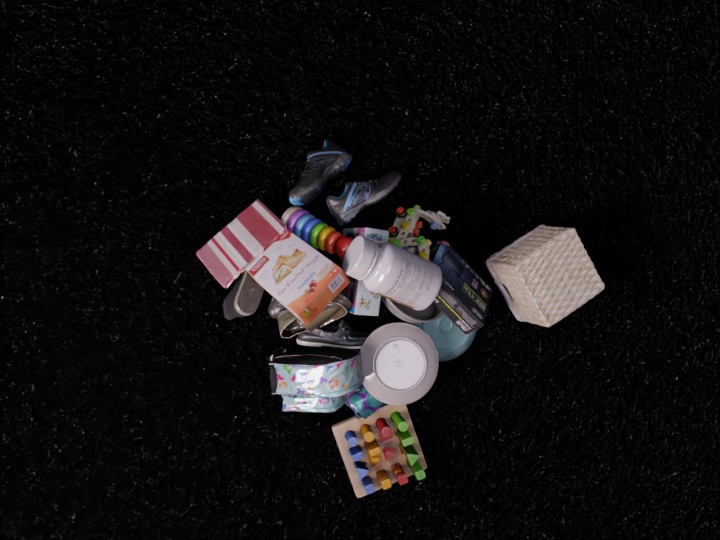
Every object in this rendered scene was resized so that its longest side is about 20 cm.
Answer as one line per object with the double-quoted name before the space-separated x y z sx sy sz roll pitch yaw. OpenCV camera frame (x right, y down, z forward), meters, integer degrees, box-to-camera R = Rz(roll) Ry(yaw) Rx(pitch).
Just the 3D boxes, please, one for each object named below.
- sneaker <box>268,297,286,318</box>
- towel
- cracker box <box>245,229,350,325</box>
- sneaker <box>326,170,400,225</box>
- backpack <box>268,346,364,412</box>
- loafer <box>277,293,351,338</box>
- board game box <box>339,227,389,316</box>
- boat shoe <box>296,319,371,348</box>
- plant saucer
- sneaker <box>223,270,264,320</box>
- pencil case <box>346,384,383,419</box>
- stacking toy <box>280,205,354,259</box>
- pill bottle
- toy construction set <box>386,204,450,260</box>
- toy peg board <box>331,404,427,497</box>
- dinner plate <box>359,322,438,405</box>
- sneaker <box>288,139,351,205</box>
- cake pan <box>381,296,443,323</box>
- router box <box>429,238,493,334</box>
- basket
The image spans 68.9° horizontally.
"sneaker" -0.139 0.048 1.268 0.200 0.090 0.066 -34 97 -7
"towel" -0.279 -0.066 1.233 0.200 0.023 0.144 -43 56 -6
"cracker box" -0.139 0.011 1.145 0.134 0.200 0.058 -46 142 -13
"sneaker" 0.009 -0.196 1.293 0.200 0.073 0.082 -35 97 -7
"backpack" -0.093 0.247 1.218 0.200 0.178 0.151 -11 89 16
"loafer" -0.108 0.113 1.216 0.200 0.070 0.075 -23 129 26
"board game box" 0.000 0.000 1.260 0.064 0.148 0.200 5 91 -21
"boat shoe" -0.056 0.152 1.296 0.199 0.075 0.066 4 97 0
"plant saucer" 0.216 0.141 1.364 0.200 0.036 0.200 -1 93 -10
"sneaker" -0.267 0.023 1.258 0.075 0.106 0.200 38 56 -24
"pencil case" 0.047 0.279 1.314 0.200 0.085 0.092 -43 126 -7
"stacking toy" -0.092 -0.082 1.226 0.200 0.085 0.085 24 88 26
"pill bottle" 0.067 0.003 1.145 0.200 0.114 0.114 23 88 -23
"toy construction set" 0.140 -0.094 1.290 0.200 0.131 0.092 -55 143 -38
"toy peg board" 0.057 0.459 1.318 0.199 0.098 0.200 -20 95 -9
"dinner plate" 0.094 0.227 1.269 0.200 0.024 0.200 1 86 -7
"sneaker" -0.111 -0.233 1.256 0.082 0.073 0.200 43 61 0
"cake pan" 0.121 0.045 1.289 0.200 0.037 0.200 19 50 -24
"router box" 0.233 0.037 1.305 0.200 0.062 0.150 44 41 -10
"basket" 0.468 0.012 1.342 0.200 0.161 0.198 -32 98 -6
